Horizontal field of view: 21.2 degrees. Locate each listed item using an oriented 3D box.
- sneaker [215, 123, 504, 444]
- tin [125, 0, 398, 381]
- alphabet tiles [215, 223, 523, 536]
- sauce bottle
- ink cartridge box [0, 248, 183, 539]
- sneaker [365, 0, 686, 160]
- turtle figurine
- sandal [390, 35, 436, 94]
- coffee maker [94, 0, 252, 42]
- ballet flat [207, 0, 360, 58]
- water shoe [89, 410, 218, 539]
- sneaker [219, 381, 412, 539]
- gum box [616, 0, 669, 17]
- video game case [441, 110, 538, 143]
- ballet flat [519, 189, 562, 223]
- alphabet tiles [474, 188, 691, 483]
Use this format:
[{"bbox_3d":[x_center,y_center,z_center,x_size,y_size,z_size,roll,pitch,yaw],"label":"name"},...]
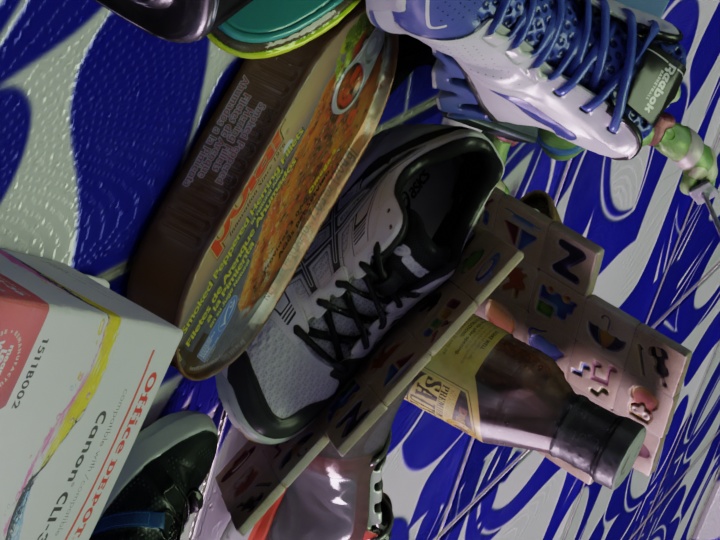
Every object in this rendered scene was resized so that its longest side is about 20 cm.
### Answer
[{"bbox_3d":[0.000,0.000,0.983,0.088,0.076,0.200,-2,-128,59],"label":"sneaker"},{"bbox_3d":[-0.046,-0.043,0.918,0.200,0.042,0.112,-60,165,-8],"label":"tin"},{"bbox_3d":[-0.003,0.051,1.017,0.200,0.008,0.167,-48,-165,0],"label":"alphabet tiles"},{"bbox_3d":[0.067,0.061,1.105,0.066,0.200,0.066,-49,156,-31],"label":"sauce bottle"},{"bbox_3d":[-0.140,0.056,0.749,0.117,0.067,0.200,-64,161,3],"label":"ink cartridge box"},{"bbox_3d":[0.083,-0.108,0.847,0.081,0.115,0.199,-68,159,-8],"label":"sneaker"},{"bbox_3d":[0.142,-0.068,1.193,0.144,0.200,0.194,-28,-166,26],"label":"turtle figurine"},{"bbox_3d":[0.055,-0.142,1.041,0.200,0.045,0.075,-42,152,-48],"label":"sandal"},{"bbox_3d":[-0.019,-0.163,0.636,0.200,0.134,0.193,-39,130,-31],"label":"coffee maker"},{"bbox_3d":[-0.008,-0.162,0.832,0.200,0.067,0.067,-58,-176,-19],"label":"ballet flat"},{"bbox_3d":[-0.114,0.159,0.940,0.200,0.079,0.072,-53,159,-29],"label":"water shoe"},{"bbox_3d":[-0.007,0.113,1.087,0.200,0.082,0.077,-55,-175,39],"label":"sneaker"},{"bbox_3d":[0.194,-0.265,1.066,0.200,0.044,0.170,110,-1,-54],"label":"gum box"},{"bbox_3d":[0.082,-0.173,1.020,0.143,0.019,0.201,4,94,-71],"label":"video game case"},{"bbox_3d":[0.089,0.002,1.313,0.200,0.068,0.073,-43,132,-47],"label":"ballet flat"},{"bbox_3d":[0.097,0.034,1.127,0.008,0.200,0.168,-39,150,-39],"label":"alphabet tiles"}]
